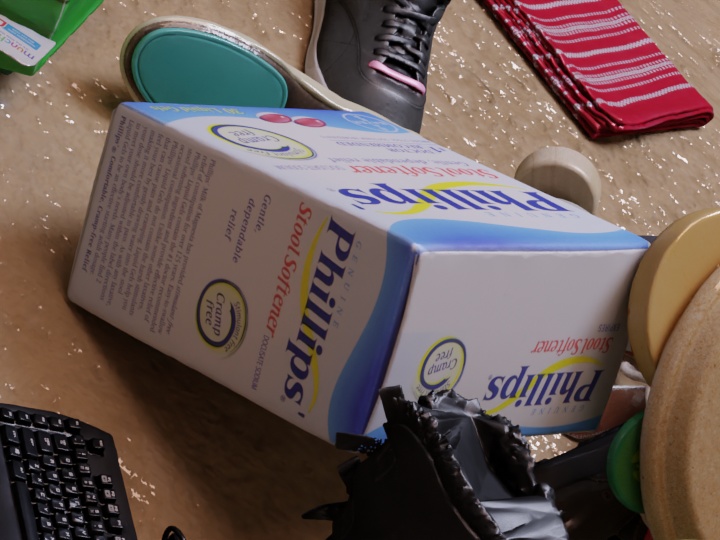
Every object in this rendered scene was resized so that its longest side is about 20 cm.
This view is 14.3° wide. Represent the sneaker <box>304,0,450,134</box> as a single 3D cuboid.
[{"bbox_3d":[0.024,-0.146,1.639,0.071,0.099,0.200,28,34,-24],"label":"sneaker"}]

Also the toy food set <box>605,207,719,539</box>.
[{"bbox_3d":[0.197,0.070,1.384,0.200,0.198,0.049,3,10,-41],"label":"toy food set"}]

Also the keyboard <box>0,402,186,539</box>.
[{"bbox_3d":[-0.103,0.132,1.206,0.104,0.040,0.200,17,40,-35],"label":"keyboard"}]

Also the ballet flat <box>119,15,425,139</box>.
[{"bbox_3d":[-0.046,-0.082,1.527,0.200,0.069,0.070,29,33,-24],"label":"ballet flat"}]

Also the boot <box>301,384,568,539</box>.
[{"bbox_3d":[0.031,0.161,1.198,0.073,0.162,0.198,5,46,-43],"label":"boot"}]

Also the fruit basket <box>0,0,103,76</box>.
[{"bbox_3d":[-0.220,-0.183,1.448,0.200,0.094,0.185,25,31,3],"label":"fruit basket"}]

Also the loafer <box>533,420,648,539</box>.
[{"bbox_3d":[0.130,0.115,1.425,0.200,0.073,0.071,-21,86,-22],"label":"loafer"}]

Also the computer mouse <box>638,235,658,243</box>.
[{"bbox_3d":[0.211,0.017,1.655,0.200,0.138,0.053,9,82,-38],"label":"computer mouse"}]

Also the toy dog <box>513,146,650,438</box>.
[{"bbox_3d":[0.121,0.036,1.556,0.200,0.096,0.132,60,29,1],"label":"toy dog"}]

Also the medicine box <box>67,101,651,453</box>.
[{"bbox_3d":[0.000,0.000,1.350,0.200,0.103,0.182,26,17,37],"label":"medicine box"}]

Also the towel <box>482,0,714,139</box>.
[{"bbox_3d":[0.138,-0.165,1.868,0.145,0.022,0.200,-10,58,-54],"label":"towel"}]
